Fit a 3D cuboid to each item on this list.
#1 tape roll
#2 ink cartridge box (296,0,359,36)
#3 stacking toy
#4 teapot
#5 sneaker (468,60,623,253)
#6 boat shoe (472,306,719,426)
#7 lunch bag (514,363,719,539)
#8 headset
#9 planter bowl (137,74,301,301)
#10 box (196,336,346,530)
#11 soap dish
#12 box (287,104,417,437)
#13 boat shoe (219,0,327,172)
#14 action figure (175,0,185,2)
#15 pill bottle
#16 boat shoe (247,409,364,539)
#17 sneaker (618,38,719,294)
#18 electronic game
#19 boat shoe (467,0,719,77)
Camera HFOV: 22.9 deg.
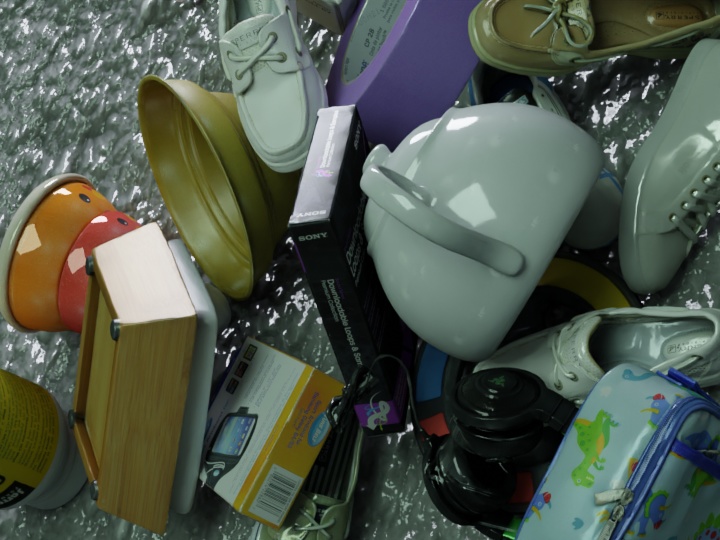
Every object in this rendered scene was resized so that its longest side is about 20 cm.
[{"bbox_3d":[0.045,-0.194,1.390,0.200,0.066,0.200,-56,18,29],"label":"tape roll"},{"bbox_3d":[-0.026,-0.322,1.505,0.145,0.083,0.200,30,81,11],"label":"ink cartridge box"},{"bbox_3d":[-0.197,0.011,1.518,0.200,0.146,0.146,20,81,19],"label":"stacking toy"},{"bbox_3d":[0.067,-0.042,1.232,0.146,0.200,0.198,31,56,2],"label":"teapot"},{"bbox_3d":[0.136,-0.092,1.346,0.072,0.072,0.200,-39,55,12],"label":"sneaker"},{"bbox_3d":[0.160,0.057,1.222,0.200,0.069,0.071,-16,67,21],"label":"boat shoe"},{"bbox_3d":[0.189,0.152,1.119,0.082,0.200,0.161,26,85,38],"label":"lunch bag"},{"bbox_3d":[0.077,0.125,1.207,0.200,0.094,0.124,30,128,11],"label":"headset"},{"bbox_3d":[-0.103,-0.082,1.469,0.083,0.201,0.200,-25,50,-19],"label":"planter bowl"},{"bbox_3d":[-0.079,0.120,1.376,0.119,0.041,0.200,-62,18,-4],"label":"box"},{"bbox_3d":[-0.175,0.084,1.401,0.157,0.081,0.200,-122,38,-56],"label":"soap dish"},{"bbox_3d":[0.000,0.000,1.291,0.036,0.200,0.143,-9,37,16],"label":"box"},{"bbox_3d":[-0.079,-0.169,1.371,0.071,0.069,0.200,-23,60,13],"label":"boat shoe"},{"bbox_3d":[-0.108,-0.329,1.622,0.149,0.134,0.200,-13,69,-19],"label":"action figure"},{"bbox_3d":[-0.318,0.134,1.474,0.112,0.200,0.113,-14,62,29],"label":"pill bottle"},{"bbox_3d":[-0.040,0.180,1.336,0.062,0.072,0.200,134,149,-68],"label":"boat shoe"},{"bbox_3d":[0.247,-0.073,1.259,0.085,0.073,0.200,14,77,40],"label":"sneaker"},{"bbox_3d":[0.124,0.080,1.298,0.200,0.042,0.200,-14,63,29],"label":"electronic game"},{"bbox_3d":[0.177,-0.187,1.291,0.200,0.063,0.073,-9,80,-16],"label":"boat shoe"}]
